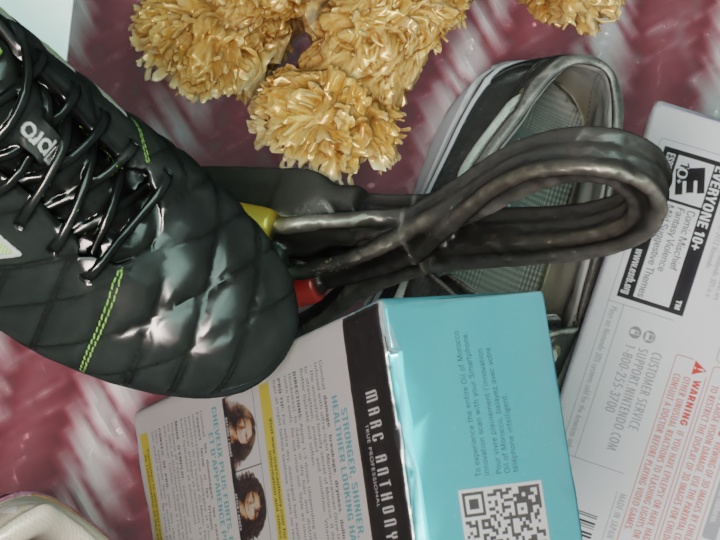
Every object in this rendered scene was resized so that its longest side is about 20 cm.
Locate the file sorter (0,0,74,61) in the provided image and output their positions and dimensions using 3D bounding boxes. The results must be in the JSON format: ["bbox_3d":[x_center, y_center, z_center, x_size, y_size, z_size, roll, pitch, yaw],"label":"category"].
[{"bbox_3d":[-0.193,-0.057,0.766,0.199,0.125,0.139,8,78,-14],"label":"file sorter"}]

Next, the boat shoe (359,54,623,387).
[{"bbox_3d":[0.033,0.018,0.845,0.072,0.071,0.201,18,75,-12],"label":"boat shoe"}]

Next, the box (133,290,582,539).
[{"bbox_3d":[-0.007,0.064,0.754,0.049,0.200,0.083,-4,81,-24],"label":"box"}]

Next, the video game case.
[{"bbox_3d":[0.149,0.069,0.820,0.181,0.045,0.201,18,90,17],"label":"video game case"}]

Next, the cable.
[{"bbox_3d":[0.000,0.000,0.793,0.199,0.097,0.050,2,50,26],"label":"cable"}]

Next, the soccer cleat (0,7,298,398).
[{"bbox_3d":[-0.098,-0.036,0.680,0.200,0.081,0.068,38,74,-6],"label":"soccer cleat"}]

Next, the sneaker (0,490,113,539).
[{"bbox_3d":[-0.063,0.157,0.779,0.075,0.090,0.200,-35,90,-19],"label":"sneaker"}]

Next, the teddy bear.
[{"bbox_3d":[0.014,-0.114,0.853,0.200,0.067,0.145,-33,54,-14],"label":"teddy bear"}]
